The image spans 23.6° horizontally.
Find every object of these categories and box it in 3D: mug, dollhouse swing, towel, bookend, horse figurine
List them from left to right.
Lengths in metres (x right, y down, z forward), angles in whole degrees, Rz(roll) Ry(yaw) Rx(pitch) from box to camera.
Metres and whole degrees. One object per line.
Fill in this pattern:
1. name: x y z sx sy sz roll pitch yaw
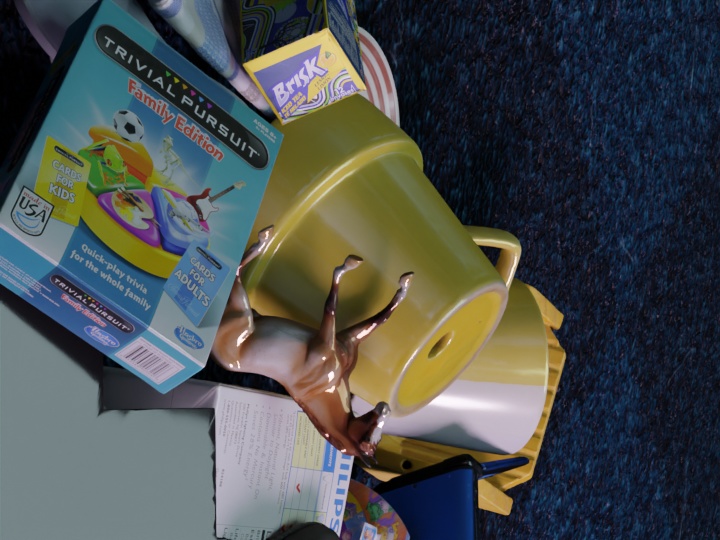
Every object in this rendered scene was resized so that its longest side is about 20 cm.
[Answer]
1. bookend: -0.182 0.085 1.064 0.198 0.092 0.201 2 85 -39
2. towel: -0.106 -0.197 1.220 0.200 0.024 0.147 41 28 -57
3. horse figurine: -0.057 0.035 1.184 0.050 0.199 0.133 -67 179 -74
4. mug: 0.056 0.059 1.435 0.153 0.149 0.187 3 87 -22
5. dollhouse swing: 0.077 0.084 1.541 0.176 0.181 0.201 67 39 -67

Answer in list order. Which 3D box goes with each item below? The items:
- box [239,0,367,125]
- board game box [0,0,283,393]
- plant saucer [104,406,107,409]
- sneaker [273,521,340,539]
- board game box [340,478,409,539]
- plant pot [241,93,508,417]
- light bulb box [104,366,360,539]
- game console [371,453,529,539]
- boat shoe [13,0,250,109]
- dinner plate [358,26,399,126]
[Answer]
1. box: -0.046 -0.200 1.256 0.200 0.070 0.064 -96 160 -47
2. board game box: -0.138 -0.049 1.048 0.151 0.047 0.200 37 45 -23
3. plant saucer: -0.226 0.166 1.106 0.200 0.034 0.201 5 82 -41
4. sneaker: -0.050 0.249 1.179 0.200 0.088 0.074 -46 133 -47
5. board game box: -0.052 0.254 1.349 0.039 0.157 0.201 33 69 -57
6. plant pot: 0.000 0.000 1.280 0.201 0.189 0.201 -40 157 -21
7. light bulb box: -0.114 0.181 1.260 0.200 0.124 0.199 20 79 -60
8. game console: 0.035 0.230 1.430 0.118 0.199 0.171 42 37 -40
9. boat shoe: -0.162 -0.135 1.163 0.202 0.086 0.075 38 65 -24
10. dinner plate: -0.025 -0.108 1.451 0.200 0.024 0.201 -20 113 -58
